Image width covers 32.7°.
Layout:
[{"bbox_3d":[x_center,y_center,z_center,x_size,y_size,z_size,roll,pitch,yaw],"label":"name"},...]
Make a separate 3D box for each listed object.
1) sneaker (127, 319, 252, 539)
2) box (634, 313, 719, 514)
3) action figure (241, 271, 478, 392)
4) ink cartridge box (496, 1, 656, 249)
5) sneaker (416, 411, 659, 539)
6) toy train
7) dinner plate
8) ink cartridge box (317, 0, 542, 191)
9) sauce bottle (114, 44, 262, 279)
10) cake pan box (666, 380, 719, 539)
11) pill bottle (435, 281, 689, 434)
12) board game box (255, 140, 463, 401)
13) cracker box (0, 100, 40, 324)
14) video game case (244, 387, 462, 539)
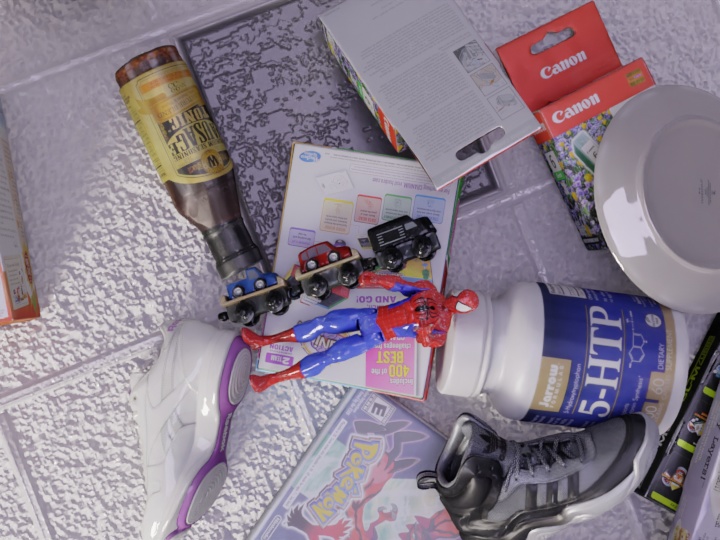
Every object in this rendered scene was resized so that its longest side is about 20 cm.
[{"bbox_3d":[-0.159,0.139,1.056,0.099,0.075,0.202,17,91,19],"label":"sneaker"},{"bbox_3d":[0.376,0.162,1.115,0.198,0.048,0.195,27,89,-6],"label":"box"},{"bbox_3d":[-0.003,0.042,0.985,0.198,0.099,0.066,-15,71,6],"label":"action figure"},{"bbox_3d":[0.213,-0.132,1.091,0.108,0.050,0.202,-27,93,-7],"label":"ink cartridge box"},{"bbox_3d":[0.141,0.157,1.009,0.199,0.076,0.114,-35,117,22],"label":"sneaker"},{"bbox_3d":[-0.030,-0.002,1.027,0.198,0.034,0.046,-20,80,6],"label":"toy train"},{"bbox_3d":[0.289,-0.064,1.050,0.198,0.024,0.203,4,80,-24],"label":"dinner plate"},{"bbox_3d":[0.059,-0.161,1.047,0.108,0.050,0.201,-30,69,-5],"label":"ink cartridge box"},{"bbox_3d":[-0.143,-0.092,1.054,0.066,0.066,0.202,-27,93,-6],"label":"sauce bottle"},{"bbox_3d":[0.379,0.196,1.069,0.182,0.052,0.202,20,88,-9],"label":"cake pan box"},{"bbox_3d":[0.169,0.073,1.057,0.197,0.120,0.121,7,88,-6],"label":"pill bottle"},{"bbox_3d":[0.000,0.000,1.061,0.151,0.040,0.203,10,88,8],"label":"board game box"},{"bbox_3d":[-0.315,-0.054,0.999,0.057,0.134,0.203,-10,90,-5],"label":"cracker box"},{"bbox_3d":[0.015,0.226,1.086,0.181,0.023,0.201,35,85,-5],"label":"video game case"}]
